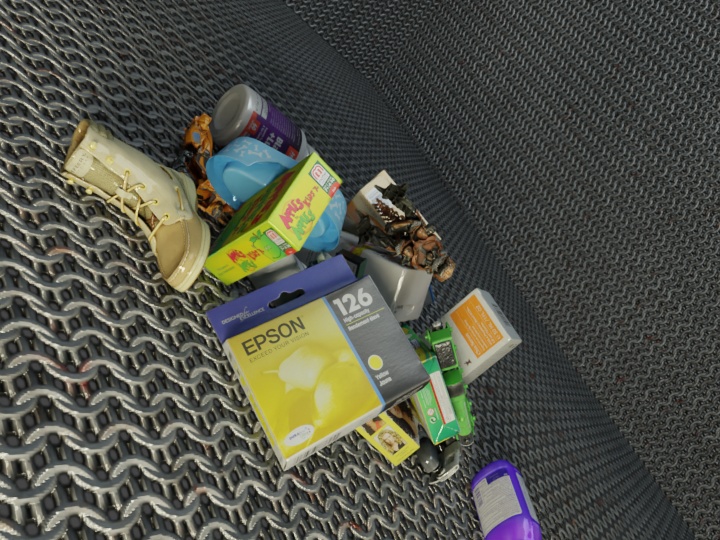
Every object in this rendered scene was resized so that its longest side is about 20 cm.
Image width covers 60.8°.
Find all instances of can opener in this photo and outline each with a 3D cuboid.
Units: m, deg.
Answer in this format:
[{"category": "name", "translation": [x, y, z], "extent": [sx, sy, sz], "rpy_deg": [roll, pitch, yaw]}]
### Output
[{"category": "can opener", "translation": [0.123, 0.252, 0.938], "extent": [0.068, 0.053, 0.200], "rpy_deg": [53, 17, -6]}]

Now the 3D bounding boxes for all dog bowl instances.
[{"category": "dog bowl", "translation": [-0.105, -0.102, 0.797], "extent": [0.196, 0.112, 0.050], "rpy_deg": [28, 61, 3]}]

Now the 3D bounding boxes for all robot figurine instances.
[{"category": "robot figurine", "translation": [-0.213, -0.147, 0.911], "extent": [0.144, 0.058, 0.203], "rpy_deg": [34, 23, -37]}]

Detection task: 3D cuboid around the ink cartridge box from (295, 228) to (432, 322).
[{"category": "ink cartridge box", "translation": [0.000, 0.000, 0.961], "extent": [0.196, 0.086, 0.144], "rpy_deg": [25, 9, 23]}]

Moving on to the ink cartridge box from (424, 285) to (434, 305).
[{"category": "ink cartridge box", "translation": [0.086, -0.034, 1.292], "extent": [0.202, 0.082, 0.149], "rpy_deg": [-101, 172, -60]}]

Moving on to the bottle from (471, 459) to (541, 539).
[{"category": "bottle", "translation": [0.216, 0.372, 0.878], "extent": [0.065, 0.083, 0.202], "rpy_deg": [41, 19, -23]}]

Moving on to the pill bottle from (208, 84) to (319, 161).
[{"category": "pill bottle", "translation": [-0.166, -0.231, 1.107], "extent": [0.198, 0.111, 0.113], "rpy_deg": [31, 25, -44]}]

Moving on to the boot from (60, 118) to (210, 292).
[{"category": "boot", "translation": [-0.245, -0.075, 0.667], "extent": [0.154, 0.073, 0.202], "rpy_deg": [34, 22, -41]}]

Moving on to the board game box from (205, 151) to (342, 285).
[{"category": "board game box", "translation": [-0.110, -0.054, 0.718], "extent": [0.047, 0.198, 0.103], "rpy_deg": [41, 59, -19]}]

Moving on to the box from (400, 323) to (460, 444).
[{"category": "box", "translation": [0.083, 0.156, 0.902], "extent": [0.200, 0.047, 0.121], "rpy_deg": [-140, -150, -76]}]

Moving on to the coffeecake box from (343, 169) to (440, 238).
[{"category": "coffeecake box", "translation": [0.029, -0.055, 1.093], "extent": [0.154, 0.200, 0.073], "rpy_deg": [49, 58, 1]}]

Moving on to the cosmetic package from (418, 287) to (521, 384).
[{"category": "cosmetic package", "translation": [0.154, 0.134, 1.011], "extent": [0.103, 0.199, 0.071], "rpy_deg": [55, 20, 25]}]

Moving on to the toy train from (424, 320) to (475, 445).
[{"category": "toy train", "translation": [0.131, 0.164, 0.867], "extent": [0.057, 0.040, 0.205], "rpy_deg": [-99, 172, -64]}]

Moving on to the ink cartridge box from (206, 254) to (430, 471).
[{"category": "ink cartridge box", "translation": [-0.048, 0.084, 0.696], "extent": [0.194, 0.047, 0.203], "rpy_deg": [-23, 70, -27]}]

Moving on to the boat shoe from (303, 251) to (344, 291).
[{"category": "boat shoe", "translation": [-0.015, 0.072, 0.785], "extent": [0.202, 0.061, 0.075], "rpy_deg": [55, 15, 13]}]

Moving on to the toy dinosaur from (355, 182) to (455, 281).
[{"category": "toy dinosaur", "translation": [0.061, -0.053, 0.907], "extent": [0.134, 0.104, 0.198], "rpy_deg": [33, -9, -37]}]

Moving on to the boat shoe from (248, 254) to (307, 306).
[{"category": "boat shoe", "translation": [-0.091, 0.029, 0.863], "extent": [0.201, 0.073, 0.065], "rpy_deg": [51, 0, -6]}]

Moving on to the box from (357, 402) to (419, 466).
[{"category": "box", "translation": [-0.002, 0.164, 0.818], "extent": [0.200, 0.050, 0.076], "rpy_deg": [44, 18, -16]}]
